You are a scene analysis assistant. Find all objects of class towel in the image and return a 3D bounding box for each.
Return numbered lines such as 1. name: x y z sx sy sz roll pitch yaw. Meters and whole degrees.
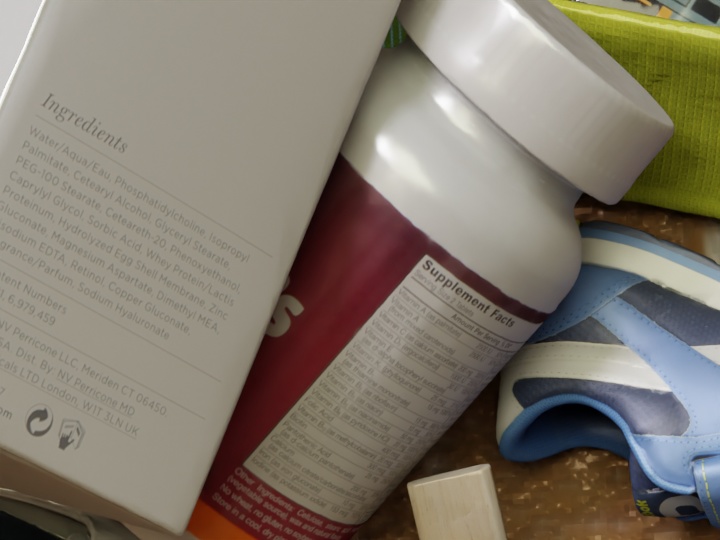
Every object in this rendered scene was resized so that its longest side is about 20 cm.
1. towel: 0.060 -0.059 0.979 0.199 0.086 0.018 11 51 13

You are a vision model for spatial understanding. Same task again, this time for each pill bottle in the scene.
1. pill bottle: 0.000 0.000 0.921 0.110 0.109 0.200 46 102 22

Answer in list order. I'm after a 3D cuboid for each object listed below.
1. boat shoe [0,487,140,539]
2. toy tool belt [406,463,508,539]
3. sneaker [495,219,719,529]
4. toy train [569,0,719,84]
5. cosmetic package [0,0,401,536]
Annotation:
1. boat shoe: -0.089 0.115 0.945 0.199 0.065 0.074 16 71 15
2. toy tool belt: 0.098 0.133 0.877 0.199 0.125 0.124 11 79 13
3. sneaker: 0.133 0.053 0.930 0.199 0.074 0.083 19 69 26
4. toy train: 0.122 -0.146 1.011 0.114 0.085 0.200 32 74 7
5. cosmetic package: -0.114 -0.046 0.886 0.199 0.123 0.201 10 75 49
